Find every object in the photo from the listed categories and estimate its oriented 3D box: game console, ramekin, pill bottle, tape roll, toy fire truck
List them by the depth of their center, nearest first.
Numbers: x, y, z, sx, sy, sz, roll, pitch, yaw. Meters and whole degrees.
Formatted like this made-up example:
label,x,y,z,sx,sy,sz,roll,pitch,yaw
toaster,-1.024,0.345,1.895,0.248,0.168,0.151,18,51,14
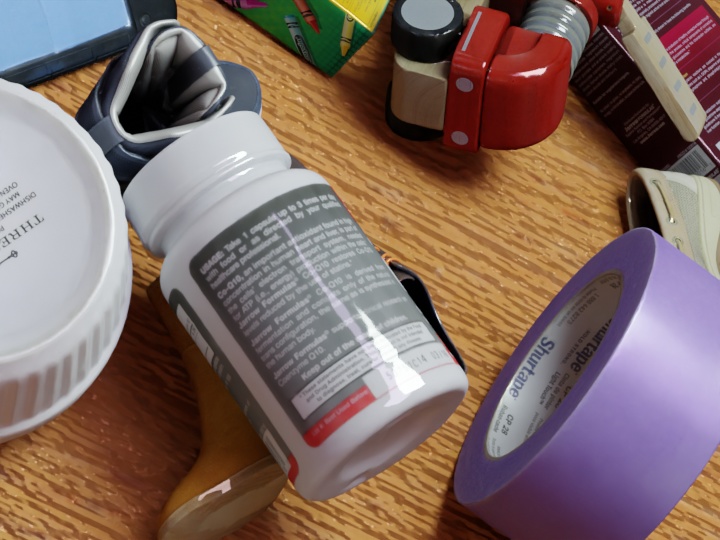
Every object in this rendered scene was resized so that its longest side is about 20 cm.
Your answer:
label,x,y,z,sx,sy,sz,roll,pitch,yaw
ramekin,-0.216,-0.013,1.498,0.201,0.094,0.204,4,72,-13
pill bottle,-0.039,0.017,1.546,0.114,0.114,0.200,-22,70,-42
game console,-0.169,-0.203,1.643,0.199,0.118,0.173,-25,105,-42
tape roll,0.147,0.079,1.664,0.085,0.200,0.201,34,48,-11
toy fire truck,0.130,-0.140,1.828,0.199,0.129,0.177,15,47,11

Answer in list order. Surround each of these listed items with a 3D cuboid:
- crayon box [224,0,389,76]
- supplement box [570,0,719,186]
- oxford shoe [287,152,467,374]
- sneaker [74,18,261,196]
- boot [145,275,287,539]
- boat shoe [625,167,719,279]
label,x,y,z,sx,sy,sz,roll,pitch,yaw
crayon box,-0.022,-0.239,1.849,0.118,0.058,0.201,34,48,-12
supplement box,0.206,-0.147,1.947,0.200,0.061,0.109,51,47,2
oxford shoe,0.000,0.000,1.699,0.071,0.073,0.200,-29,80,-42
sneaker,-0.101,-0.100,1.647,0.077,0.146,0.202,49,45,4
boot,-0.083,0.065,1.616,0.201,0.071,0.144,-32,71,-37
boat shoe,0.204,0.017,1.838,0.065,0.072,0.201,13,53,-15
